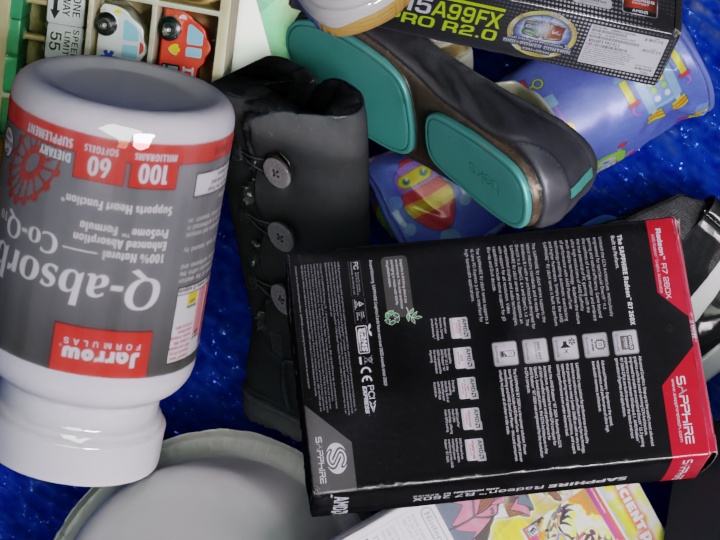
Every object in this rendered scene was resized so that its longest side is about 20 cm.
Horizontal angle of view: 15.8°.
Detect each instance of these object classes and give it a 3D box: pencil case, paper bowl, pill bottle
[{"bbox_3d":[0.093,-0.071,1.396,0.199,0.087,0.078,-32,74,0],"label":"pencil case"},{"bbox_3d":[-0.080,0.182,1.359,0.199,0.104,0.202,-8,65,16],"label":"paper bowl"},{"bbox_3d":[-0.134,0.000,1.326,0.115,0.116,0.202,8,108,-5],"label":"pill bottle"}]

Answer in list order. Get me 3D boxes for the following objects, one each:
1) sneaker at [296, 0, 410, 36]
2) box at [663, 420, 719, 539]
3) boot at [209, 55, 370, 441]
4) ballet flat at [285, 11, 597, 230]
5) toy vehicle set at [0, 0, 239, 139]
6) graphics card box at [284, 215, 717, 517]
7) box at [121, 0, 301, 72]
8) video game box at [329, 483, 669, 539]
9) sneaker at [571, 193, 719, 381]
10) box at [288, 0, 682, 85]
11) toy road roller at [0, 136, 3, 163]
[{"bbox_3d":[-0.037,-0.205,1.259,0.075,0.200,0.088,-33,142,-9],"label":"sneaker"},{"bbox_3d":[0.243,0.189,1.268,0.181,0.104,0.202,16,72,-18],"label":"box"},{"bbox_3d":[-0.001,0.000,1.348,0.164,0.066,0.201,14,118,31],"label":"boot"},{"bbox_3d":[0.046,-0.085,1.334,0.200,0.073,0.073,37,96,36],"label":"ballet flat"},{"bbox_3d":[-0.130,-0.117,1.366,0.123,0.027,0.202,9,109,6],"label":"toy vehicle set"},{"bbox_3d":[0.066,0.047,1.270,0.198,0.051,0.126,-6,72,-6],"label":"graphics card box"},{"bbox_3d":[-0.067,-0.154,1.395,0.144,0.036,0.200,-40,99,2],"label":"box"},{"bbox_3d":[0.083,0.192,1.294,0.181,0.047,0.201,-27,88,-16],"label":"video game box"},{"bbox_3d":[0.131,0.036,1.422,0.200,0.073,0.112,-40,96,-6],"label":"sneaker"},{"bbox_3d":[0.070,-0.189,1.348,0.198,0.044,0.161,12,55,-5],"label":"box"},{"bbox_3d":[-0.228,-0.077,1.327,0.146,0.123,0.200,37,117,-6],"label":"toy road roller"}]
